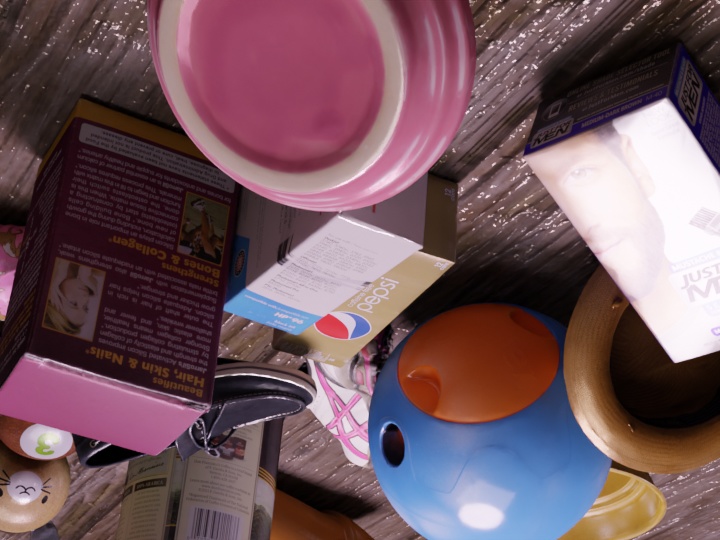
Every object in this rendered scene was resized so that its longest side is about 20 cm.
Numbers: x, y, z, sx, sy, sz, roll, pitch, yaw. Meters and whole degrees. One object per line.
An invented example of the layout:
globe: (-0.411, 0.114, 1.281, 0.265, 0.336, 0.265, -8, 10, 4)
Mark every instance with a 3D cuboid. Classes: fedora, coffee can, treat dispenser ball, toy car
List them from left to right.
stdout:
toy car: (-0.299, 0.180, 1.285, 0.162, 0.203, 0.157, 13, 178, -22)
coffee can: (-0.150, 0.210, 1.343, 0.144, 0.203, 0.147, 4, 151, 2)
treat dispenser ball: (0.104, 0.127, 1.157, 0.198, 0.203, 0.202, 4, 150, 2)
fedora: (0.222, 0.051, 1.077, 0.199, 0.203, 0.082, 21, 179, -26)

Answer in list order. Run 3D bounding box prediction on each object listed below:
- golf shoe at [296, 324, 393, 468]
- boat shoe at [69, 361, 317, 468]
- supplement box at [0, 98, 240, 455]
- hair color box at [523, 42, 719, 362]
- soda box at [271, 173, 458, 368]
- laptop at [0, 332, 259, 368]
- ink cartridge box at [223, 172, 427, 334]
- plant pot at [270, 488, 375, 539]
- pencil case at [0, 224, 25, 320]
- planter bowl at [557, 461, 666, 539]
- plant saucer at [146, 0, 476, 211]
golf shoe: (-0.015, 0.103, 1.275, 0.091, 0.073, 0.201, 6, 141, 10)
boat shoe: (-0.130, 0.115, 1.119, 0.197, 0.063, 0.075, -7, 151, -5)
supplement box: (-0.166, 0.006, 0.995, 0.129, 0.203, 0.103, 19, 147, -22)
hair color box: (0.206, -0.038, 0.938, 0.108, 0.065, 0.201, -21, 120, 37)
soda box: (0.000, 0.000, 1.090, 0.063, 0.069, 0.200, 17, 148, -20)
laptop: (-0.201, 0.066, 1.186, 0.175, 0.105, 0.200, 10, 148, -32)
ink cartridge box: (-0.013, -0.051, 0.955, 0.067, 0.118, 0.200, 20, 147, -26)
plant pot: (-0.103, 0.320, 1.556, 0.199, 0.202, 0.183, -21, 126, 38)
pencil case: (-0.208, 0.014, 1.137, 0.197, 0.088, 0.083, 9, -166, -6)
planter bowl: (0.187, 0.188, 1.364, 0.197, 0.084, 0.201, 2, 148, 1)
plant saucer: (-0.036, -0.122, 0.798, 0.198, 0.051, 0.203, 10, 118, 19)
